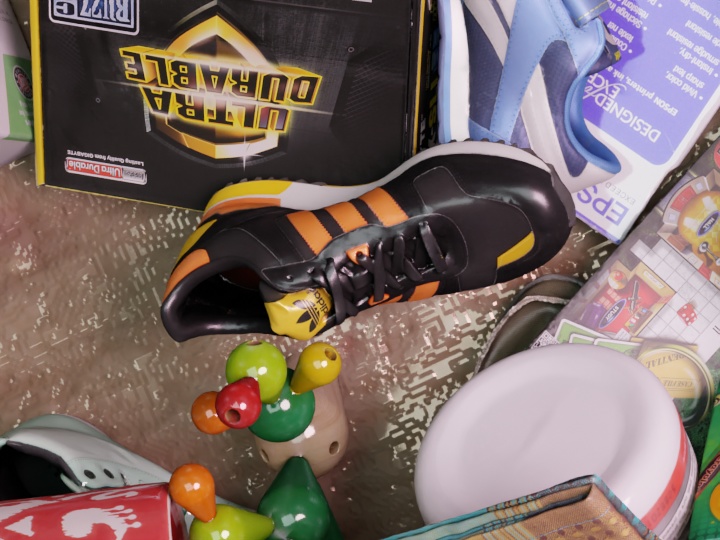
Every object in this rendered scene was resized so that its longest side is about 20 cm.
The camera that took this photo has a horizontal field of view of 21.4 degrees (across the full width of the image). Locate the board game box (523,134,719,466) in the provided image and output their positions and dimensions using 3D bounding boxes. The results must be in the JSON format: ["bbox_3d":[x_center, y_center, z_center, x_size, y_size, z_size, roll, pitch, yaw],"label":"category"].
[{"bbox_3d":[0.181,-0.001,0.890,0.105,0.023,0.200,42,83,4],"label":"board game box"}]

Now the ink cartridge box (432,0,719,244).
[{"bbox_3d":[0.102,-0.149,0.916,0.198,0.043,0.200,36,102,9],"label":"ink cartridge box"}]

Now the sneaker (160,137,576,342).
[{"bbox_3d":[0.000,0.000,0.854,0.199,0.090,0.070,-6,125,31],"label":"sneaker"}]

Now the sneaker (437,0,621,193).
[{"bbox_3d":[0.078,-0.126,0.867,0.082,0.074,0.201,1,105,19],"label":"sneaker"}]

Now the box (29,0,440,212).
[{"bbox_3d":[-0.060,-0.106,0.915,0.199,0.049,0.161,10,113,16],"label":"box"}]

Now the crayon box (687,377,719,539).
[{"bbox_3d":[0.197,0.155,0.816,0.058,0.119,0.201,-9,119,23],"label":"crayon box"}]

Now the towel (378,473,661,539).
[{"bbox_3d":[0.056,0.150,0.770,0.199,0.022,0.147,-24,125,37],"label":"towel"}]

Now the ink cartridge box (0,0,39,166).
[{"bbox_3d":[-0.241,-0.143,0.936,0.087,0.145,0.201,-21,87,13],"label":"ink cartridge box"}]

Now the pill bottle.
[{"bbox_3d":[0.109,0.137,0.838,0.115,0.116,0.200,-20,129,11],"label":"pill bottle"}]

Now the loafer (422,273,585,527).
[{"bbox_3d":[0.074,0.100,0.913,0.075,0.070,0.201,17,94,11],"label":"loafer"}]

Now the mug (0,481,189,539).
[{"bbox_3d":[-0.171,0.161,0.845,0.199,0.178,0.134,-10,87,-1],"label":"mug"}]

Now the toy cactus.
[{"bbox_3d":[-0.022,0.094,0.879,0.102,0.165,0.201,-16,123,13],"label":"toy cactus"}]

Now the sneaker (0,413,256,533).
[{"bbox_3d":[-0.101,0.140,0.925,0.200,0.118,0.074,28,94,9],"label":"sneaker"}]
